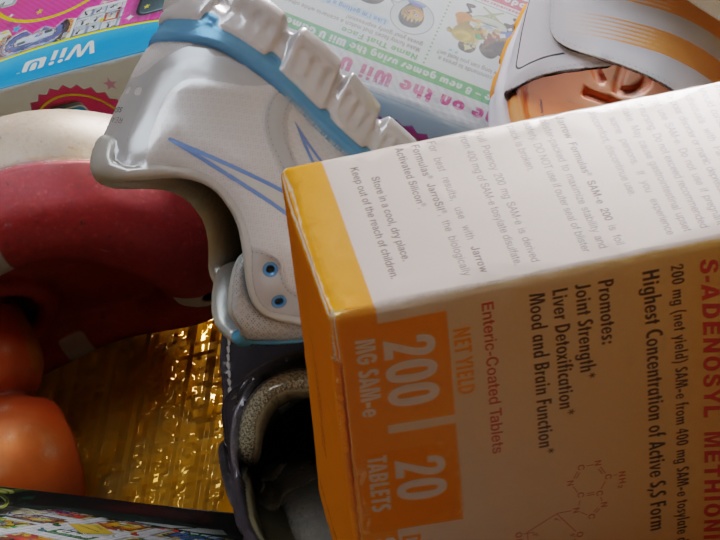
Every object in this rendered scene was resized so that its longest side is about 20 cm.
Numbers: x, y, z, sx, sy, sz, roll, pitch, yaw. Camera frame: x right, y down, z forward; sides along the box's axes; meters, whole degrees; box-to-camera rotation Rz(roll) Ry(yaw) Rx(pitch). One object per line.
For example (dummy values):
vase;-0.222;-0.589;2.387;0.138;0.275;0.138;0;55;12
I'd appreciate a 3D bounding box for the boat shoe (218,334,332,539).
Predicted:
boat shoe;-0.011;0.056;0.932;0.072;0.065;0.200;-23;38;7

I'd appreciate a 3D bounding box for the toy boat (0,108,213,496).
toy boat;-0.130;0.034;1.009;0.200;0.131;0.131;-27;68;4

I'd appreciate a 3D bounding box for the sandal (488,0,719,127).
sandal;0.094;-0.098;0.939;0.079;0.059;0.207;17;53;-4

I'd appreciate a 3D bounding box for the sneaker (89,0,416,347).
sneaker;0.000;0.000;0.911;0.087;0.200;0.075;-56;8;-16

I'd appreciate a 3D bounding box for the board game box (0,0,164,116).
board game box;-0.092;-0.122;1.184;0.147;0.064;0.200;-12;42;21

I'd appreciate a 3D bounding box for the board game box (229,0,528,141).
board game box;0.042;-0.110;1.020;0.147;0.064;0.200;22;52;3

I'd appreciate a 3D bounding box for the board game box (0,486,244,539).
board game box;-0.136;0.086;0.903;0.200;0.023;0.105;6;12;1

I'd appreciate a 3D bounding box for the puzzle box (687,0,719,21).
puzzle box;0.167;-0.112;0.927;0.133;0.025;0.200;37;36;29

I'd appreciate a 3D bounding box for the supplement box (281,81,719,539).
supplement box;0.086;0.021;0.819;0.200;0.126;0.074;-12;39;-7
